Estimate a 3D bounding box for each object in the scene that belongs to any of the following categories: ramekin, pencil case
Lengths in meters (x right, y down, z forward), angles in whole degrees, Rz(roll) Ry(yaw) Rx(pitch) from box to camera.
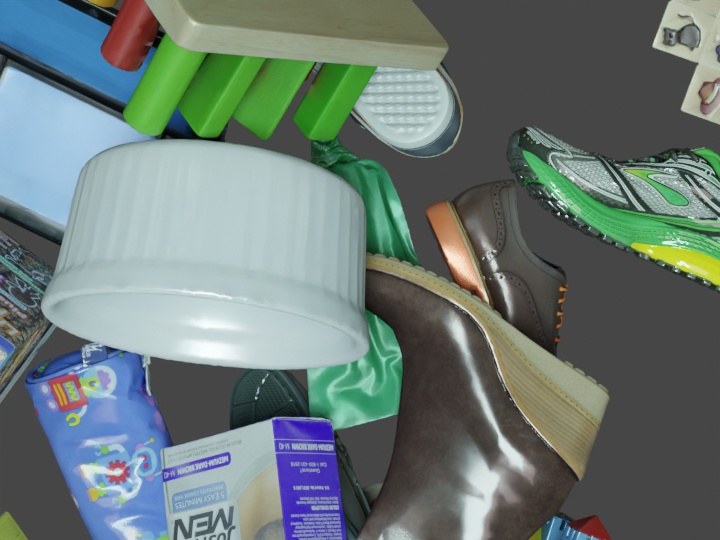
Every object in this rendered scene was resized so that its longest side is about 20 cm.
[{"bbox_3d":[-0.089,-0.007,0.939,0.199,0.201,0.098,5,75,2],"label":"ramekin"},{"bbox_3d":[-0.160,0.142,1.071,0.087,0.078,0.201,-22,98,-1],"label":"pencil case"}]

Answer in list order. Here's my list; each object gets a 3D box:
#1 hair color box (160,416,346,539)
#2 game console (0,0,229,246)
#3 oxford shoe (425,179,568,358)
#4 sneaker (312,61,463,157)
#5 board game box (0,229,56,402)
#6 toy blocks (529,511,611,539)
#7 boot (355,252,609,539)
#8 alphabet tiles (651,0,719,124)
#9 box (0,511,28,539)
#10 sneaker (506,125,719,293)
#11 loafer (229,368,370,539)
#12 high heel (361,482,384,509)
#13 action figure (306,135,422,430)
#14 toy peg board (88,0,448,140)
[{"bbox_3d":[-0.064,0.203,0.986,0.109,0.065,0.201,-19,73,37],"label":"hair color box"},{"bbox_3d":[-0.197,-0.098,1.010,0.199,0.116,0.176,26,100,-1],"label":"game console"},{"bbox_3d":[0.116,0.035,1.043,0.072,0.071,0.201,-25,98,2],"label":"oxford shoe"},{"bbox_3d":[-0.003,-0.152,1.017,0.078,0.079,0.200,-35,72,7],"label":"sneaker"},{"bbox_3d":[-0.286,0.064,1.001,0.097,0.200,0.160,37,99,-4],"label":"board game box"},{"bbox_3d":[0.104,0.214,1.025,0.100,0.200,0.137,20,88,-10],"label":"toy blocks"},{"bbox_3d":[0.041,0.099,0.969,0.200,0.072,0.167,33,82,9],"label":"boot"},{"bbox_3d":[0.307,-0.165,1.029,0.199,0.006,0.167,19,101,-1],"label":"alphabet tiles"},{"bbox_3d":[-0.233,0.280,1.112,0.075,0.050,0.200,-31,97,8],"label":"box"},{"bbox_3d":[0.190,-0.053,1.028,0.199,0.078,0.085,22,94,-10],"label":"sneaker"},{"bbox_3d":[-0.031,0.155,1.050,0.072,0.063,0.200,-38,60,22],"label":"loafer"},{"bbox_3d":[-0.010,0.210,1.102,0.199,0.096,0.068,-15,58,-8],"label":"high heel"},{"bbox_3d":[0.000,0.000,1.043,0.118,0.055,0.201,-13,88,-9],"label":"action figure"},{"bbox_3d":[-0.088,-0.166,0.916,0.199,0.200,0.098,54,126,28],"label":"toy peg board"}]
